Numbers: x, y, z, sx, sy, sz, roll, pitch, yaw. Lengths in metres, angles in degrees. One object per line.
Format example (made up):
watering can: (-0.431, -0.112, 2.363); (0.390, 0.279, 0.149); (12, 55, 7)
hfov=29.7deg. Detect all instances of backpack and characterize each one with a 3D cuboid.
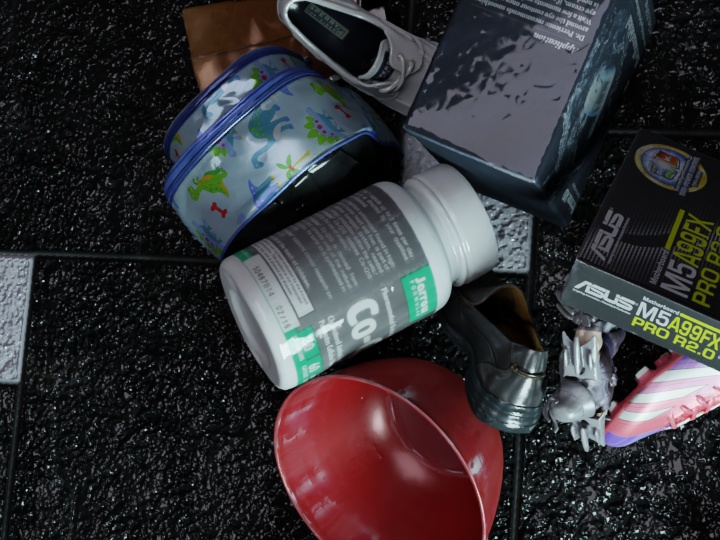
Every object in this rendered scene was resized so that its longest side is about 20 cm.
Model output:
backpack: (-0.076, -0.092, 1.132); (0.183, 0.200, 0.147); (-42, 81, 7)

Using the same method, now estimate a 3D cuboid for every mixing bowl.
mixing bowl: (0.040, 0.147, 1.098); (0.199, 0.108, 0.201); (20, 126, 29)

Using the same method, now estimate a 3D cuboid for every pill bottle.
pill bottle: (0.000, 0.000, 1.064); (0.199, 0.113, 0.114); (-27, 74, -14)

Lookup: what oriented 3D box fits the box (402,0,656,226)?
box: (0.142, -0.160, 1.087); (0.117, 0.197, 0.201); (24, 89, 17)

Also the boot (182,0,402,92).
boot: (-0.068, -0.253, 1.244); (0.199, 0.068, 0.190); (-11, 91, 20)

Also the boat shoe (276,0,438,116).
boat shoe: (0.015, -0.176, 1.155); (0.199, 0.065, 0.074); (26, 113, -12)

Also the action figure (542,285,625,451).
action figure: (0.186, 0.051, 1.051); (0.069, 0.131, 0.200); (21, 48, 21)

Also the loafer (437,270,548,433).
loafer: (0.112, 0.041, 1.084); (0.072, 0.200, 0.073); (10, 121, -20)

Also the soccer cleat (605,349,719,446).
soccer cleat: (0.279, 0.083, 1.081); (0.200, 0.067, 0.077); (-42, 77, 4)

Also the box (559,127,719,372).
box: (0.254, -0.015, 1.025); (0.159, 0.200, 0.044); (25, 131, 10)
